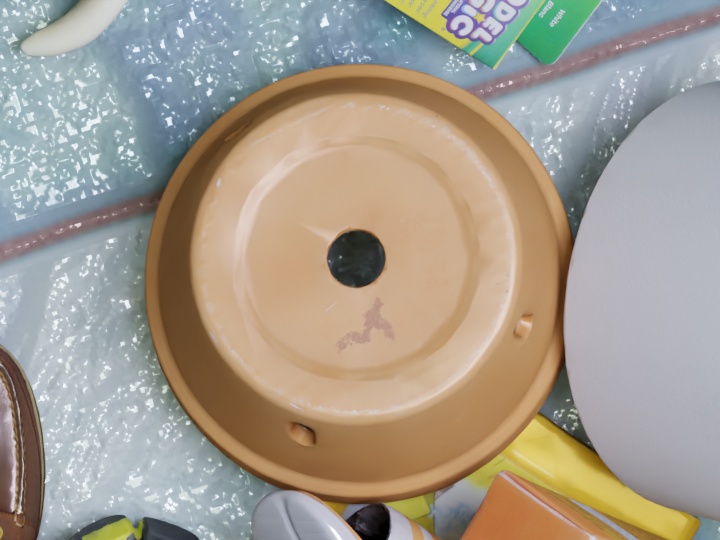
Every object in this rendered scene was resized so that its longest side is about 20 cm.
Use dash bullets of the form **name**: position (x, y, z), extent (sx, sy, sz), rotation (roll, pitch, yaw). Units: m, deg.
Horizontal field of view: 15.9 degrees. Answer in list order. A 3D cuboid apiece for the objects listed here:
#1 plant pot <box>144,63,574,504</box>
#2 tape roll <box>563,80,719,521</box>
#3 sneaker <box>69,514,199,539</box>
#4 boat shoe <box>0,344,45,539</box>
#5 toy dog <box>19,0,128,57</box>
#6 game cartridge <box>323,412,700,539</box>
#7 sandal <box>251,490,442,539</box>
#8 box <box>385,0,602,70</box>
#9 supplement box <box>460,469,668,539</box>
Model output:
- **plant pot**: position (0.000, 0.000, 1.118), extent (0.199, 0.140, 0.201), rotation (0, 84, 1)
- **tape roll**: position (0.207, 0.020, 1.132), extent (0.202, 0.139, 0.203), rotation (-6, 100, -38)
- **sneaker**: position (-0.134, 0.181, 1.118), extent (0.200, 0.074, 0.085), rotation (-28, 123, -47)
- **boat shoe**: position (-0.180, 0.131, 1.153), extent (0.072, 0.068, 0.201), rotation (7, 92, -9)
- **toy dog**: position (-0.194, -0.187, 1.114), extent (0.199, 0.140, 0.194), rotation (-4, 131, -10)
- **game cartridge**: position (0.036, 0.155, 1.207), extent (0.176, 0.032, 0.200), rotation (33, 87, -9)
- **sandal**: position (0.029, 0.158, 1.160), extent (0.207, 0.079, 0.059), rotation (51, 62, -25)
- **box**: position (0.032, -0.177, 1.155), extent (0.200, 0.048, 0.117), rotation (30, 121, -11)
- **supplement box**: position (0.122, 0.153, 1.149), extent (0.200, 0.069, 0.067), rotation (25, 95, -49)
